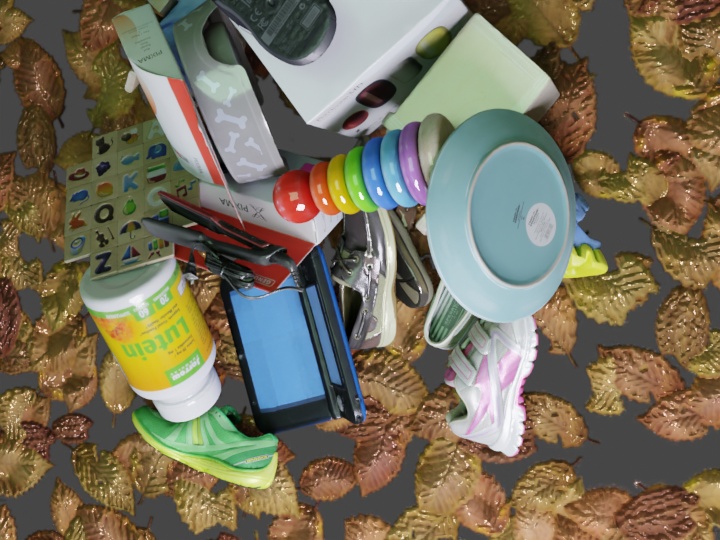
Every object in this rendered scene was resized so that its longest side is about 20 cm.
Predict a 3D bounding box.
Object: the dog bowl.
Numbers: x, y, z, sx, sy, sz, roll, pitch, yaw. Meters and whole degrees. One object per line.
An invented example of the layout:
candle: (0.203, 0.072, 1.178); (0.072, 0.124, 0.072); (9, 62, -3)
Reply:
dog bowl: (-0.136, -0.184, 0.972); (0.058, 0.200, 0.203); (-22, 87, 1)

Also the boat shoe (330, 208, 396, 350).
boat shoe: (0.000, 0.000, 1.010); (0.064, 0.073, 0.203); (-17, 115, -23)

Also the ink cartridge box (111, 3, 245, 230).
ink cartridge box: (-0.187, -0.150, 0.953); (0.049, 0.163, 0.202); (-22, 54, -4)

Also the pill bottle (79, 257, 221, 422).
pill bottle: (-0.231, 0.075, 1.060); (0.109, 0.112, 0.202); (-6, 127, 16)

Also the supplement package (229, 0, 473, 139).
supplement package: (0.004, -0.258, 0.963); (0.190, 0.200, 0.148); (-39, 82, 15)

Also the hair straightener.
hair straightener: (-0.146, -0.012, 0.947); (0.198, 0.041, 0.078); (25, 71, 19)

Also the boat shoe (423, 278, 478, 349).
boat shoe: (0.127, -0.002, 1.012); (0.071, 0.062, 0.203); (23, 99, 14)

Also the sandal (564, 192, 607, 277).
sandal: (0.171, -0.048, 0.962); (0.079, 0.197, 0.089); (-16, 68, 58)

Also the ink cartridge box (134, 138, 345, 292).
ink cartridge box: (-0.128, -0.071, 1.017); (0.197, 0.174, 0.044); (18, 136, 26)

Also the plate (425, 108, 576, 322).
plate: (0.144, -0.052, 0.872); (0.025, 0.198, 0.204); (0, 94, 55)

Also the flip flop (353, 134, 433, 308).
flip flop: (0.041, -0.057, 1.034); (0.057, 0.081, 0.202); (-21, 78, -21)

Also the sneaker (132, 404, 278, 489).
sneaker: (-0.185, 0.201, 1.122); (0.197, 0.074, 0.085); (17, 74, 17)

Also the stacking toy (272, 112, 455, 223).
stacking toy: (-0.001, -0.091, 0.909); (0.197, 0.085, 0.087); (-11, 90, 25)

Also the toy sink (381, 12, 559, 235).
toy sink: (0.102, -0.151, 0.977); (0.112, 0.130, 0.201); (42, 104, 10)

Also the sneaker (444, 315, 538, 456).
sneaker: (0.136, 0.099, 0.990); (0.087, 0.081, 0.204); (5, 99, -3)

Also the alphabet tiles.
alphabet tiles: (-0.258, -0.086, 1.041); (0.164, 0.006, 0.203); (-16, 57, 9)

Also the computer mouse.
computer mouse: (-0.081, -0.285, 0.864); (0.199, 0.046, 0.142); (36, 98, 17)

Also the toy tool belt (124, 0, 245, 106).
toy tool belt: (-0.189, -0.281, 1.058); (0.124, 0.123, 0.201); (40, 103, 10)

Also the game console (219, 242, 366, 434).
game console: (-0.083, 0.085, 1.056); (0.116, 0.171, 0.203); (-16, 89, -10)
